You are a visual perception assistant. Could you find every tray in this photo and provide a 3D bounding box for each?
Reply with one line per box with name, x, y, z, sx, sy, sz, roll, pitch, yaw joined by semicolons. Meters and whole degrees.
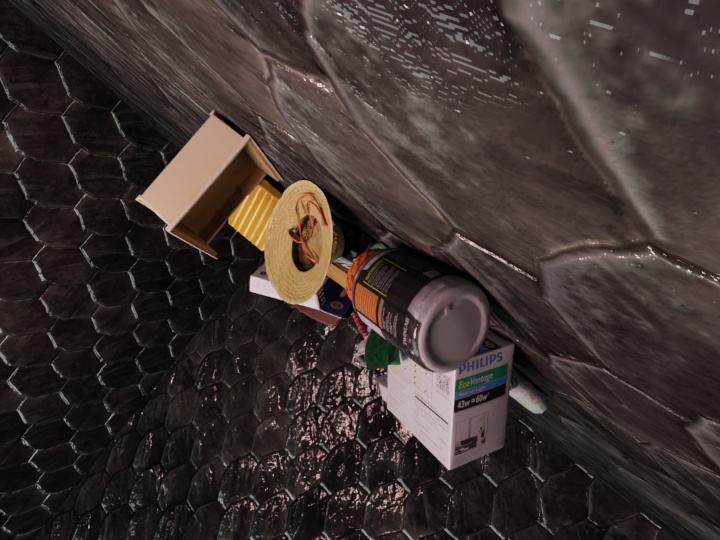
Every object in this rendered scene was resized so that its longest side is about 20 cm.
tray;0.000;0.000;0.996;0.200;0.098;0.037;33;130;54

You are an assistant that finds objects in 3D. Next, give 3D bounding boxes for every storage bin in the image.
storage bin;-0.257;-0.142;0.922;0.094;0.200;0.199;38;175;15

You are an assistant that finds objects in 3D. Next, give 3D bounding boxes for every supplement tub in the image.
supplement tub;0.067;0.042;0.698;0.122;0.123;0.200;41;175;-35

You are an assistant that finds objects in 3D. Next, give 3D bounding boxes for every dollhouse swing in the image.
dollhouse swing;-0.264;-0.155;1.154;0.199;0.183;0.176;37;-164;19

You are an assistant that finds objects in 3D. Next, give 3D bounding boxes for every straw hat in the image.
straw hat;-0.074;-0.044;0.862;0.085;0.203;0.201;0;-156;-43

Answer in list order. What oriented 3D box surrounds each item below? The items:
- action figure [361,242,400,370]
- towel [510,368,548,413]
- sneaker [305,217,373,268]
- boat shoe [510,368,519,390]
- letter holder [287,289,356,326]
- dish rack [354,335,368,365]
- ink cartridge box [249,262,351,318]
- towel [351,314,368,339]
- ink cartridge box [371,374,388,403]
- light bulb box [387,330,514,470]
action figure;0.031;0.055;0.843;0.054;0.202;0.118;0;177;26
towel;0.303;0.227;1.140;0.171;0.048;0.200;39;175;-13
sneaker;-0.036;-0.044;0.957;0.200;0.074;0.089;35;172;43
boat shoe;0.217;0.178;1.012;0.200;0.069;0.071;43;155;49
letter holder;-0.094;0.042;1.217;0.199;0.143;0.101;29;173;22
dish rack;0.077;0.166;1.126;0.200;0.170;0.044;65;-164;-72
ink cartridge box;-0.098;0.009;1.076;0.198;0.041;0.200;15;-151;11
towel;0.058;0.114;1.249;0.200;0.143;0.023;-125;30;-68
ink cartridge box;0.152;0.257;1.127;0.195;0.044;0.200;-8;-176;-21
light bulb box;0.146;0.188;0.891;0.124;0.202;0.198;-11;-157;-27
